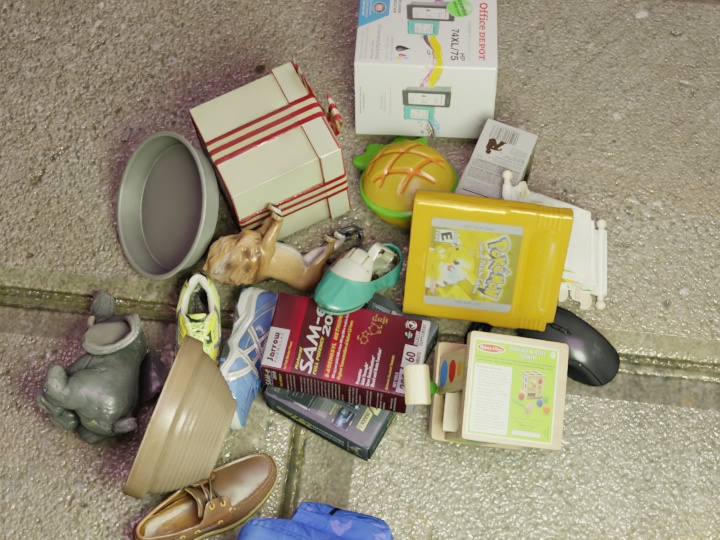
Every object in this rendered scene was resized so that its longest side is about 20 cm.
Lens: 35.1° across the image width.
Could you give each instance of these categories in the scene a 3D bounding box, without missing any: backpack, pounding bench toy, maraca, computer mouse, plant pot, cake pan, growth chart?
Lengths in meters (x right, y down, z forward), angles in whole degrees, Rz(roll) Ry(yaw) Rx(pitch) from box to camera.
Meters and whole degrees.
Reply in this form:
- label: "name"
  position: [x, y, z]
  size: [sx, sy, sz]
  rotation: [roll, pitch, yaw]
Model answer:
- label: "backpack"
  position: [-0.055, 0.360, 1.316]
  size: [0.198, 0.163, 0.169]
  rotation: [6, 53, 19]
- label: "pounding bench toy"
  position: [0.128, 0.146, 1.390]
  size: [0.198, 0.156, 0.126]
  rotation: [8, 79, -13]
- label: "maraca"
  position: [0.061, -0.132, 1.592]
  size: [0.136, 0.108, 0.201]
  rotation: [-14, 37, -9]
- label: "computer mouse"
  position: [0.235, 0.099, 1.497]
  size: [0.199, 0.046, 0.141]
  rotation: [37, 70, 18]
- label: "plant pot"
  position: [-0.207, 0.187, 1.372]
  size: [0.092, 0.201, 0.203]
  rotation: [21, 64, -6]
- label: "computer mouse"
  position: [-0.090, -0.024, 1.578]
  size: [0.198, 0.034, 0.059]
  rotation: [-13, 94, -12]
- label: "cake pan"
  position: [-0.261, -0.087, 1.549]
  size: [0.037, 0.200, 0.201]
  rotation: [4, 51, -47]
- label: "growth chart"
  position: [0.258, -0.033, 1.511]
  size: [0.199, 0.018, 0.146]
  rotation: [21, 70, -27]

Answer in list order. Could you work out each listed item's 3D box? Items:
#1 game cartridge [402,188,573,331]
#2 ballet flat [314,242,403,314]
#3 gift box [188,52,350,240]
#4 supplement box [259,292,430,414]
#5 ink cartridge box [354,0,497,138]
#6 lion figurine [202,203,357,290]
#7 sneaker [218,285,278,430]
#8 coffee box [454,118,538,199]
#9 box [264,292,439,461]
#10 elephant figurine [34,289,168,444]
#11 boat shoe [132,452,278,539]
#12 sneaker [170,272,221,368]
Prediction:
- label: "game cartridge"
  position: [0.158, -0.009, 1.442]
  size: [0.198, 0.178, 0.033]
  rotation: [8, 33, 5]
- label: "ballet flat"
  position: [0.000, 0.000, 1.463]
  size: [0.067, 0.200, 0.071]
  rotation: [23, 110, 19]
- label: "gift box"
  position: [-0.118, -0.172, 1.570]
  size: [0.185, 0.185, 0.201]
  rotation: [-24, 69, -8]
- label: "supplement box"
  position: [-0.018, 0.104, 1.436]
  size: [0.198, 0.061, 0.110]
  rotation: [10, 63, 5]
- label: "ink cartridge box"
  position: [0.094, -0.293, 1.636]
  size: [0.198, 0.147, 0.148]
  rotation: [2, 55, 2]
- label: "lion figurine"
  position: [-0.102, -0.013, 1.519]
  size: [0.199, 0.073, 0.123]
  rotation: [22, 104, -24]
- label: "sneaker"
  position: [-0.137, 0.112, 1.485]
  size: [0.076, 0.076, 0.202]
  rotation: [7, 63, 8]
- label: "coffee box"
  position: [0.170, -0.088, 1.557]
  size: [0.079, 0.113, 0.201]
  rotation: [20, 66, 11]
- label: "box"
  position: [-0.009, 0.124, 1.489]
  size: [0.157, 0.051, 0.201]
  rotation: [25, 66, 14]
- label: "elephant figurine"
  position: [-0.316, 0.111, 1.463]
  size: [0.154, 0.142, 0.201]
  rotation: [31, 57, -2]
- label: "boat shoe"
  position: [-0.189, 0.288, 1.403]
  size: [0.199, 0.068, 0.072]
  rotation: [-30, 66, -13]
- label: "sneaker"
  position: [-0.218, 0.098, 1.495]
  size: [0.074, 0.077, 0.202]
  rotation: [-7, 65, -4]
